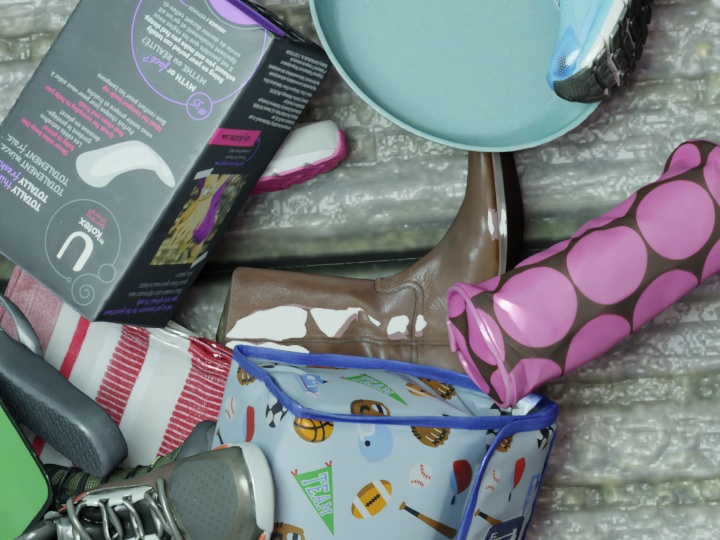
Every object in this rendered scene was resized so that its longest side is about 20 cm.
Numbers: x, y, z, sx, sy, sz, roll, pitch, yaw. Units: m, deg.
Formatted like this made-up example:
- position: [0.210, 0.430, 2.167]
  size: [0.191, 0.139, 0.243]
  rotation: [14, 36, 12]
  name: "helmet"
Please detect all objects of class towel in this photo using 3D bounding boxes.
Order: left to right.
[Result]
- position: [-0.149, 0.091, 1.670]
  size: [0.200, 0.023, 0.144]
  rotation: [26, 114, 11]
  name: "towel"

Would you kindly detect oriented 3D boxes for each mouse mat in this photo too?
- position: [-0.261, 0.120, 1.647]
  size: [0.161, 0.008, 0.200]
  rotation: [56, 137, 16]
  name: "mouse mat"

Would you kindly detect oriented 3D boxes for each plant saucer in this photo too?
- position: [0.060, -0.153, 1.623]
  size: [0.199, 0.036, 0.201]
  rotation: [7, 63, -15]
  name: "plant saucer"

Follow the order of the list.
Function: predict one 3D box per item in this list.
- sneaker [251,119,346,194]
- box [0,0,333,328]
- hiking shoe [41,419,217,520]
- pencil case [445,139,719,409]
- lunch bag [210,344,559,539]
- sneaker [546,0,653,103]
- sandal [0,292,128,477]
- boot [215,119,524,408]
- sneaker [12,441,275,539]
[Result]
- position: [-0.107, -0.093, 1.665]
  size: [0.199, 0.081, 0.089]
  rotation: [2, 89, 10]
  name: "sneaker"
- position: [-0.128, -0.080, 1.579]
  size: [0.122, 0.106, 0.200]
  rotation: [37, 98, 18]
  name: "box"
- position: [-0.160, 0.150, 1.643]
  size: [0.101, 0.076, 0.200]
  rotation: [44, 112, 4]
  name: "hiking shoe"
- position: [0.140, 0.001, 1.578]
  size: [0.200, 0.094, 0.091]
  rotation: [-29, 126, -18]
  name: "pencil case"
- position: [0.015, 0.145, 1.580]
  size: [0.199, 0.124, 0.170]
  rotation: [7, 108, -28]
  name: "lunch bag"
- position: [0.133, -0.190, 1.616]
  size: [0.090, 0.078, 0.201]
  rotation: [6, 64, 13]
  name: "sneaker"
- position: [-0.214, 0.054, 1.639]
  size: [0.200, 0.076, 0.043]
  rotation: [37, 64, 18]
  name: "sandal"
- position: [0.000, 0.000, 1.654]
  size: [0.199, 0.064, 0.187]
  rotation: [0, 89, 14]
  name: "boot"
- position: [-0.130, 0.153, 1.525]
  size: [0.200, 0.082, 0.077]
  rotation: [-29, 67, 41]
  name: "sneaker"
